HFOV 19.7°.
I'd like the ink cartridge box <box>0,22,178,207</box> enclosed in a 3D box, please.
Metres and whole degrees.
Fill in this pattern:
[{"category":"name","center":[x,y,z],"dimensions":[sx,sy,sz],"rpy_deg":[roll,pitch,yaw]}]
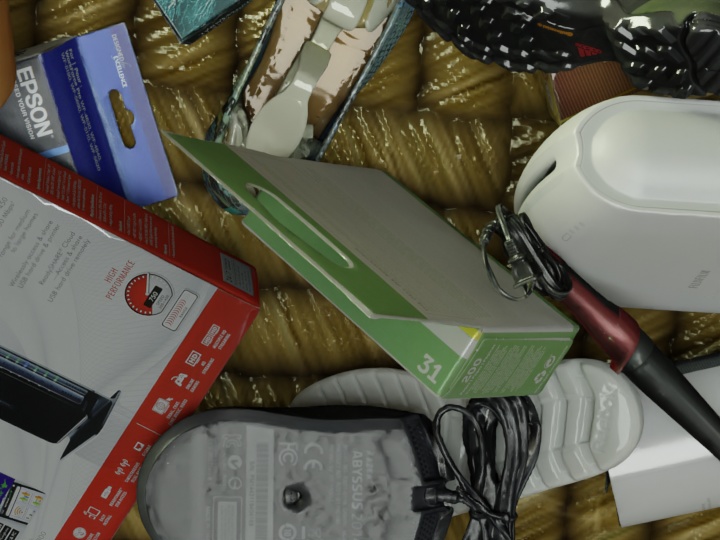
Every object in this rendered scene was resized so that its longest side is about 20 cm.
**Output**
[{"category":"ink cartridge box","center":[-0.201,-0.052,1.061],"dimensions":[0.199,0.039,0.100],"rpy_deg":[-18,104,1]}]

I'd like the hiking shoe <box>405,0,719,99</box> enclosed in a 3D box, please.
[{"category":"hiking shoe","center":[0.105,-0.147,0.978],"dimensions":[0.199,0.076,0.101],"rpy_deg":[19,65,25]}]

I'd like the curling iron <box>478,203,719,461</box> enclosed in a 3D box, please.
[{"category":"curling iron","center":[0.125,0.041,1.004],"dimensions":[0.026,0.050,0.200],"rpy_deg":[-32,118,29]}]

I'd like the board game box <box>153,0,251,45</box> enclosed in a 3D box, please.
[{"category":"board game box","center":[-0.086,-0.229,1.002],"dimensions":[0.135,0.028,0.201],"rpy_deg":[-33,90,9]}]

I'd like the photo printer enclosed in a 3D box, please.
[{"category":"photo printer","center":[0.176,-0.028,1.021],"dimensions":[0.199,0.166,0.070],"rpy_deg":[4,73,-4]}]

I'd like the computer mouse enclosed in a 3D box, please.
[{"category":"computer mouse","center":[-0.013,0.118,1.052],"dimensions":[0.199,0.053,0.139],"rpy_deg":[6,94,2]}]

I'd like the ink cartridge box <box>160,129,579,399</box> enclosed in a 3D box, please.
[{"category":"ink cartridge box","center":[0.000,0.000,0.976],"dimensions":[0.145,0.200,0.048],"rpy_deg":[41,109,27]}]

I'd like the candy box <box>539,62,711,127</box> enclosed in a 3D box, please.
[{"category":"candy box","center":[0.131,-0.180,1.033],"dimensions":[0.116,0.056,0.201],"rpy_deg":[-13,103,1]}]

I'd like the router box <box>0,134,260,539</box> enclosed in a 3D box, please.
[{"category":"router box","center":[-0.177,0.047,1.054],"dimensions":[0.179,0.049,0.200],"rpy_deg":[27,111,-18]}]

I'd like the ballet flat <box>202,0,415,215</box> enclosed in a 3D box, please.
[{"category":"ballet flat","center":[-0.018,-0.113,1.038],"dimensions":[0.074,0.074,0.201],"rpy_deg":[23,102,-8]}]

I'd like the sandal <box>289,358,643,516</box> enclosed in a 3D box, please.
[{"category":"sandal","center":[0.056,0.087,1.083],"dimensions":[0.202,0.050,0.083],"rpy_deg":[-5,93,27]}]

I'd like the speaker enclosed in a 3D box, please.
[{"category":"speaker","center":[0.221,0.076,1.081],"dimensions":[0.199,0.081,0.082],"rpy_deg":[-13,105,7]}]

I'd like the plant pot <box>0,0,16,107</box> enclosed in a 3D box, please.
[{"category":"plant pot","center":[-0.249,-0.129,0.969],"dimensions":[0.199,0.200,0.141],"rpy_deg":[-16,118,2]}]
